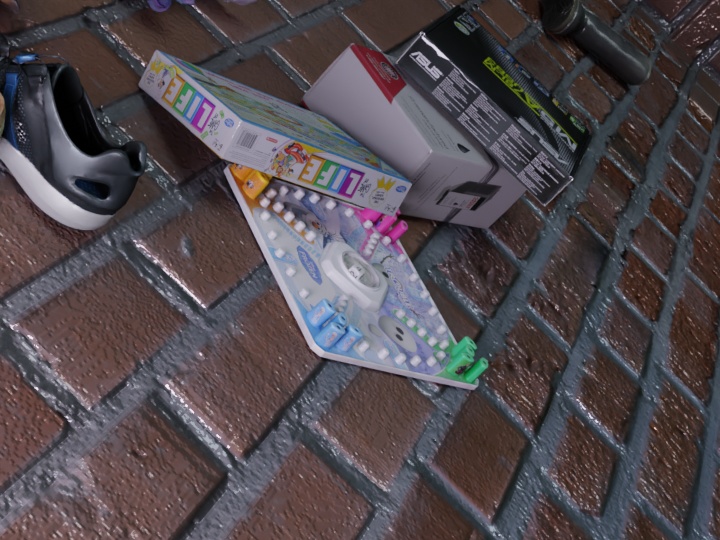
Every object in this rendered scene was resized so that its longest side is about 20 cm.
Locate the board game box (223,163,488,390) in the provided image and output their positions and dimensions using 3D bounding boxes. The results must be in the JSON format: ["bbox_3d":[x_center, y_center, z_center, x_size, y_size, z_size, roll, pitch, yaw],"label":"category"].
[{"bbox_3d":[0.000,0.000,1.188,0.200,0.026,0.200,16,36,-46],"label":"board game box"}]

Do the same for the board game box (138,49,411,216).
[{"bbox_3d":[-0.068,-0.111,1.200,0.200,0.034,0.134,17,18,-46],"label":"board game box"}]

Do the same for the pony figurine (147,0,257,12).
[{"bbox_3d":[-0.160,-0.314,1.317,0.193,0.167,0.200,33,41,-7],"label":"pony figurine"}]

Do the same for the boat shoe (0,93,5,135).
[{"bbox_3d":[-0.298,-0.143,0.878,0.200,0.066,0.074,33,50,-15],"label":"boat shoe"}]

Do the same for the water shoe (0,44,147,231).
[{"bbox_3d":[-0.221,-0.118,0.964,0.200,0.079,0.072,44,24,0],"label":"water shoe"}]

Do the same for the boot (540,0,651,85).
[{"bbox_3d":[0.375,-0.359,2.309,0.200,0.073,0.182,44,25,-17],"label":"boot"}]

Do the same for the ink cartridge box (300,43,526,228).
[{"bbox_3d":[0.060,-0.126,1.411,0.200,0.083,0.147,5,45,-55],"label":"ink cartridge box"}]

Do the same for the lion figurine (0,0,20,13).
[{"bbox_3d":[-0.298,-0.214,0.938,0.200,0.122,0.073,80,-7,-60],"label":"lion figurine"}]

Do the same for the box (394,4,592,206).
[{"bbox_3d":[0.137,-0.168,1.442,0.200,0.048,0.193,44,21,-1],"label":"box"}]
